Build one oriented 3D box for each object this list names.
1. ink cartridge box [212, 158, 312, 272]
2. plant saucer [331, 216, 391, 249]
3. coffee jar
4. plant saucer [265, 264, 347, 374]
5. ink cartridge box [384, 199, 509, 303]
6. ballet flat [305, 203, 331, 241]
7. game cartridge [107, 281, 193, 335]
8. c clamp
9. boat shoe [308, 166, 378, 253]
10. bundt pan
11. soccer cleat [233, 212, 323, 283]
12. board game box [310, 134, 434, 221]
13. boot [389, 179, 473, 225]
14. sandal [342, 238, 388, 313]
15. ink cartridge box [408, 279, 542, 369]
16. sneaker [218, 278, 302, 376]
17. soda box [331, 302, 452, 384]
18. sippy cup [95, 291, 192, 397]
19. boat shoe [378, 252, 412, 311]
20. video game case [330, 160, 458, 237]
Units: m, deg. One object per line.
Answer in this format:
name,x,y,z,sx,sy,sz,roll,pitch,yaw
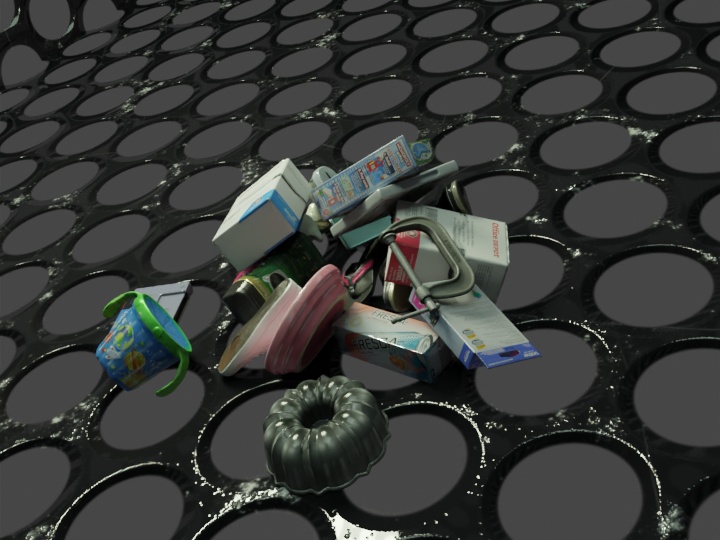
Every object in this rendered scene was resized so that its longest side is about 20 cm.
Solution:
ink cartridge box,-0.179,-0.106,1.785,0.143,0.085,0.201,-34,19,22
plant saucer,0.026,-0.096,1.827,0.198,0.071,0.019,-26,-12,-42
coffee jar,-0.156,0.024,1.729,0.085,0.105,0.200,-22,18,51
plant saucer,-0.080,0.088,1.550,0.050,0.202,0.201,31,49,10
ink cartridge box,0.147,-0.033,1.622,0.195,0.086,0.146,12,33,-1
ballet flat,-0.059,-0.113,1.912,0.197,0.077,0.068,-23,10,-7
game cartridge,-0.406,0.096,1.814,0.127,0.039,0.202,-4,35,13
c clamp,0.092,-0.012,1.495,0.167,0.027,0.202,-9,50,-20
boat shoe,-0.033,-0.110,1.854,0.071,0.062,0.202,-20,70,-40
bundt pan,-0.057,0.230,1.410,0.197,0.077,0.203,-12,32,8
soccer cleat,-0.156,-0.022,1.837,0.200,0.086,0.070,-45,2,-5
board game box,0.047,-0.172,1.674,0.198,0.063,0.198,-29,-5,40
boot,0.129,-0.101,1.747,0.148,0.075,0.200,-18,-6,7
sandal,0.000,0.000,1.724,0.074,0.045,0.202,-11,38,35
ink cartridge box,0.175,0.088,1.470,0.117,0.043,0.200,-6,38,-35
sneaker,-0.156,0.116,1.628,0.200,0.084,0.073,-48,24,3
soda box,0.049,0.114,1.539,0.197,0.065,0.068,14,44,40
sippy cup,-0.383,0.133,1.655,0.130,0.140,0.178,-41,32,-1
boat shoe,0.064,0.010,1.684,0.064,0.073,0.201,-11,30,21
video game case,0.058,-0.128,1.709,0.180,0.023,0.199,-24,-6,-31
